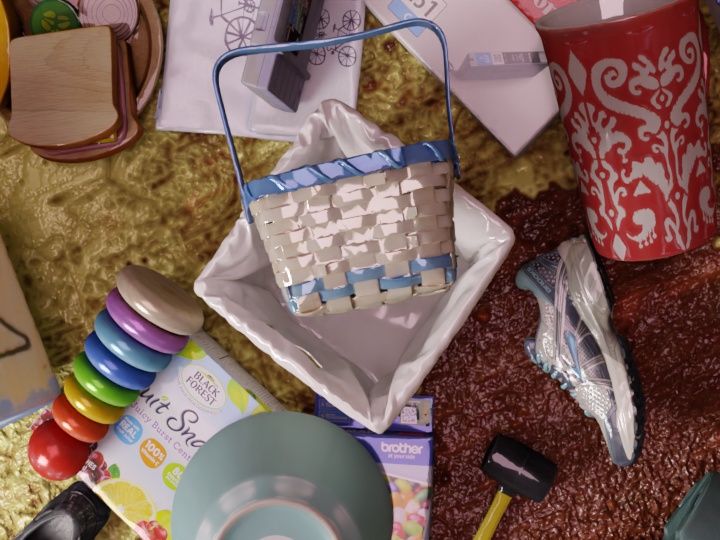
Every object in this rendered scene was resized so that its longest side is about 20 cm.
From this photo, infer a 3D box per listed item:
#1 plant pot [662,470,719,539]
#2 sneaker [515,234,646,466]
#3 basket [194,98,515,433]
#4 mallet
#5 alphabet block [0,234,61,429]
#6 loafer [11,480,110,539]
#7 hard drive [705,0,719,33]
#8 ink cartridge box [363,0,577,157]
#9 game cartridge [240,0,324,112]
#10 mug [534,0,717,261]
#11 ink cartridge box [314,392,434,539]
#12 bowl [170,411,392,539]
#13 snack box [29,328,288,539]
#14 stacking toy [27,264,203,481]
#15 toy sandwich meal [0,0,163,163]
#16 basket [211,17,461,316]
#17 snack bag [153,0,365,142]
[{"bbox_3d":[0.328,0.282,0.948,0.195,0.200,0.202,35,94,13],"label":"plant pot"},{"bbox_3d":[0.195,0.076,1.026,0.085,0.077,0.204,-18,81,19],"label":"sneaker"},{"bbox_3d":[0.000,0.000,0.989,0.197,0.161,0.201,36,88,6],"label":"basket"},{"bbox_3d":[0.117,0.251,1.049,0.065,0.041,0.203,19,97,5],"label":"mallet"},{"bbox_3d":[-0.414,0.068,1.011,0.194,0.194,0.203,-25,85,29],"label":"alphabet block"},{"bbox_3d":[-0.308,0.276,1.074,0.068,0.070,0.201,42,107,4],"label":"loafer"},{"bbox_3d":[0.381,-0.264,0.969,0.200,0.132,0.025,-46,50,5],"label":"hard drive"},{"bbox_3d":[0.131,-0.235,1.040,0.200,0.045,0.176,45,96,5],"label":"ink cartridge box"},{"bbox_3d":[-0.051,-0.244,0.999,0.038,0.130,0.204,15,91,4],"label":"game cartridge"},{"bbox_3d":[0.248,-0.129,0.967,0.175,0.133,0.203,-19,109,-14],"label":"mug"},{"bbox_3d":[0.007,0.214,1.059,0.117,0.042,0.204,3,89,7],"label":"ink cartridge box"},{"bbox_3d":[-0.068,0.230,0.979,0.197,0.105,0.205,0,97,-2],"label":"bowl"},{"bbox_3d":[-0.174,0.146,1.068,0.200,0.068,0.169,42,95,4],"label":"snack box"},{"bbox_3d":[-0.220,0.099,1.007,0.085,0.085,0.202,35,99,6],"label":"stacking toy"},{"bbox_3d":[-0.277,-0.203,1.079,0.201,0.070,0.210,0,90,7],"label":"toy sandwich meal"},{"bbox_3d":[-0.011,-0.073,0.847,0.173,0.139,0.204,-8,92,0],"label":"basket"},{"bbox_3d":[-0.093,-0.218,1.080,0.196,0.021,0.193,6,91,8],"label":"snack bag"}]
